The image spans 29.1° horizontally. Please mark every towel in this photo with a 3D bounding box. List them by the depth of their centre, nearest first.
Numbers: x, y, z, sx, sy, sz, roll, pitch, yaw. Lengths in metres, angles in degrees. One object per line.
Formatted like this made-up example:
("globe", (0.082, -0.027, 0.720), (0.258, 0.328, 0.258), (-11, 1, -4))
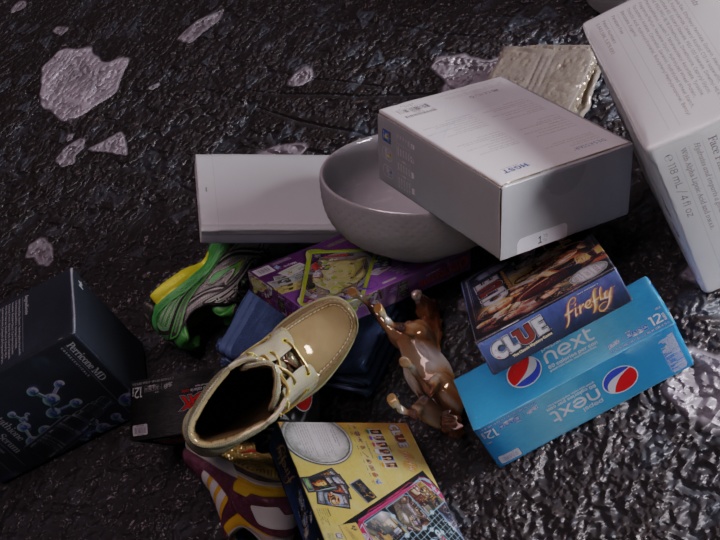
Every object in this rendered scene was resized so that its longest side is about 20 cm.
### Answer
("towel", (-0.050, 0.066, 1.437), (0.199, 0.049, 0.112), (4, 53, 37))
("towel", (0.177, -0.168, 1.514), (0.132, 0.035, 0.201), (7, 58, 40))

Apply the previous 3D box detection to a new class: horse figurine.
("horse figurine", (0.057, 0.089, 1.305), (0.050, 0.132, 0.201), (-37, 50, 17))

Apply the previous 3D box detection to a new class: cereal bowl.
("cereal bowl", (0.058, -0.067, 1.413), (0.198, 0.084, 0.201), (-2, 31, 1))

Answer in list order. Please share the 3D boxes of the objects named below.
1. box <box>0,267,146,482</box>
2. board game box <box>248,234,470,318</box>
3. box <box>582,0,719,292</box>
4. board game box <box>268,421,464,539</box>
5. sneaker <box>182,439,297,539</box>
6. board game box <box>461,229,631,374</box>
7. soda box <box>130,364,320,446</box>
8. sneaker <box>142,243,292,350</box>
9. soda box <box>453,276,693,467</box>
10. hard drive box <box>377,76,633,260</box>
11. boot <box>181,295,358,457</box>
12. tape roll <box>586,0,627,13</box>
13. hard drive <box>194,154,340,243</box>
("box", (-0.355, 0.117, 1.518), (0.199, 0.149, 0.107), (-27, 42, 10))
("board game box", (0.000, 0.000, 1.412), (0.199, 0.033, 0.120), (-22, 30, -30))
("box", (0.314, -0.129, 1.258), (0.130, 0.199, 0.201), (-25, 42, 11))
("board game box", (0.010, 0.211, 1.210), (0.134, 0.035, 0.200), (4, 34, -24))
("sneaker", (-0.121, 0.215, 1.328), (0.200, 0.074, 0.091), (10, 96, 63))
("board game box", (0.164, 0.018, 1.269), (0.135, 0.035, 0.200), (-30, 13, 7))
("soda box", (-0.138, 0.133, 1.390), (0.199, 0.071, 0.064), (-11, 73, 34))
("sneaker", (-0.141, 0.014, 1.539), (0.200, 0.078, 0.085), (-42, 57, -4))
("soda box", (0.190, 0.091, 1.241), (0.199, 0.064, 0.068), (-29, 41, 7))
("hard drive box", (0.133, -0.103, 1.312), (0.155, 0.077, 0.200), (-18, 34, -26))
("boot", (-0.075, 0.091, 1.233), (0.200, 0.072, 0.155), (-39, -3, -11))
("tape roll", (0.321, -0.399, 1.550), (0.201, 0.139, 0.204), (-18, 43, 18))
("hard drive", (-0.080, -0.080, 1.531), (0.198, 0.026, 0.132), (-1, 43, -10))
